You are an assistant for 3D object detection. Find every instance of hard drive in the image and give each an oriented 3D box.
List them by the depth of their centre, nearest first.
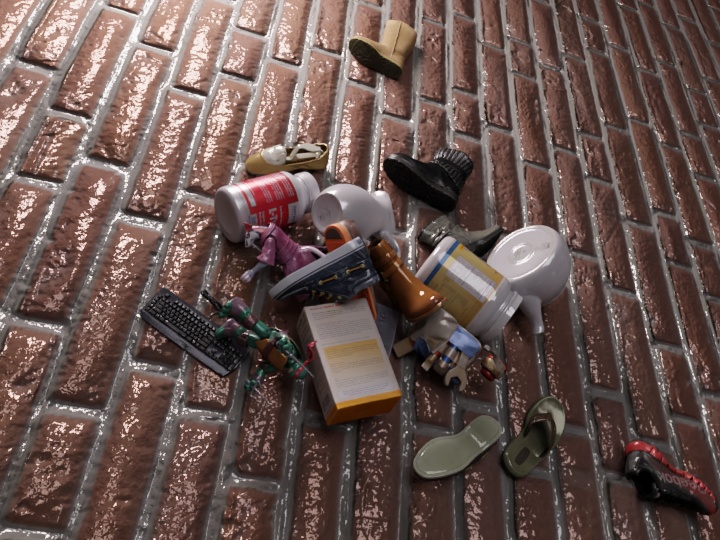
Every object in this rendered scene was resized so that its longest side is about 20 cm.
[{"bbox_3d":[-0.009,0.139,1.287,0.134,0.042,0.201,24,51,-5],"label":"hard drive"}]

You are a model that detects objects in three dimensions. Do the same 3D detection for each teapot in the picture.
[{"bbox_3d":[0.381,0.007,1.484,0.200,0.197,0.146,-42,120,-3],"label":"teapot"}]

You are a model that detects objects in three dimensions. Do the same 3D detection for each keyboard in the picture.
[{"bbox_3d":[-0.282,0.093,1.222,0.199,0.021,0.127,35,50,3],"label":"keyboard"}]

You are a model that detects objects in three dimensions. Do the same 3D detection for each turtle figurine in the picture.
[{"bbox_3d":[-0.157,0.140,1.152,0.199,0.150,0.100,38,29,15],"label":"turtle figurine"}]

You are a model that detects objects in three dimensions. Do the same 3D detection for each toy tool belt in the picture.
[{"bbox_3d":[0.170,0.171,1.309,0.200,0.125,0.123,40,82,13],"label":"toy tool belt"}]

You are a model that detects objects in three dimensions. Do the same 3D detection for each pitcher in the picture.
[{"bbox_3d":[0.001,-0.093,1.402,0.199,0.121,0.173,-1,60,-54],"label":"pitcher"}]

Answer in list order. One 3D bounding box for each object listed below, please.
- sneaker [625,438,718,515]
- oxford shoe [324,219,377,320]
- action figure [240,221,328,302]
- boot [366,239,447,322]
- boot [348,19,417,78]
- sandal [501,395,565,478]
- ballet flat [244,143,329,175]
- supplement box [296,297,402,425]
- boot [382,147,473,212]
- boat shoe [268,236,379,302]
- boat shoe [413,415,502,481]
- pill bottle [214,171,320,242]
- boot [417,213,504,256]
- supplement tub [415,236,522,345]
[{"bbox_3d":[0.598,0.422,1.318,0.200,0.071,0.098,36,50,8],"label":"sneaker"},{"bbox_3d":[0.000,0.000,1.279,0.073,0.071,0.202,-28,104,-46],"label":"oxford shoe"},{"bbox_3d":[-0.140,-0.033,1.285,0.200,0.148,0.135,42,26,-26],"label":"action figure"},{"bbox_3d":[0.081,0.010,1.292,0.076,0.200,0.156,-32,103,-9],"label":"boot"},{"bbox_3d":[0.063,-0.632,1.874,0.174,0.066,0.201,31,49,-15],"label":"boot"},{"bbox_3d":[0.343,0.317,1.295,0.080,0.058,0.201,41,51,9],"label":"sandal"},{"bbox_3d":[-0.159,-0.255,1.500,0.198,0.063,0.069,-11,60,-29],"label":"ballet flat"},{"bbox_3d":[-0.024,0.157,1.192,0.125,0.074,0.201,-6,58,-24],"label":"supplement box"},{"bbox_3d":[0.163,-0.247,1.617,0.210,0.079,0.159,32,56,-12],"label":"boot"},{"bbox_3d":[-0.066,0.026,1.215,0.092,0.199,0.071,61,14,-1],"label":"boat shoe"},{"bbox_3d":[0.171,0.329,1.211,0.200,0.061,0.072,-19,52,-32],"label":"boat shoe"},{"bbox_3d":[-0.185,-0.135,1.369,0.199,0.113,0.113,-21,65,-33],"label":"pill bottle"},{"bbox_3d":[0.230,-0.088,1.544,0.199,0.068,0.131,-28,64,-37],"label":"boot"},{"bbox_3d":[0.215,0.043,1.386,0.199,0.145,0.145,38,50,7],"label":"supplement tub"}]
